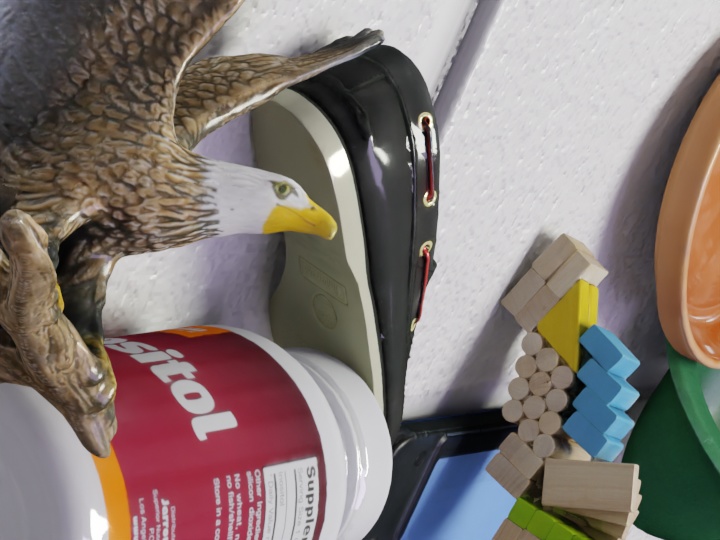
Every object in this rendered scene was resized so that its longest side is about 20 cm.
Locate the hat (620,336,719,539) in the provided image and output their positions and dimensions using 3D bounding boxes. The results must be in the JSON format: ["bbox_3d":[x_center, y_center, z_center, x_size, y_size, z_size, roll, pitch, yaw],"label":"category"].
[{"bbox_3d":[0.164,0.128,1.342,0.176,0.166,0.200,-37,177,31],"label":"hat"}]

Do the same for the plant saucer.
[{"bbox_3d":[0.210,-0.046,1.252,0.200,0.032,0.200,-37,139,-41],"label":"plant saucer"}]

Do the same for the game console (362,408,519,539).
[{"bbox_3d":[0.069,0.169,1.183,0.200,0.118,0.171,-2,121,-57],"label":"game console"}]

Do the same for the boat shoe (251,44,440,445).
[{"bbox_3d":[0.002,0.001,0.954,0.063,0.074,0.201,-30,138,-27],"label":"boat shoe"}]

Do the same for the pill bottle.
[{"bbox_3d":[-0.078,0.079,0.868,0.200,0.113,0.113,-7,124,-56],"label":"pill bottle"}]

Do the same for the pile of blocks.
[{"bbox_3d":[0.106,0.087,1.146,0.062,0.082,0.200,21,75,-61],"label":"pile of blocks"}]

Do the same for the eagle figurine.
[{"bbox_3d":[-0.073,-0.047,0.769,0.152,0.151,0.200,-30,-143,49],"label":"eagle figurine"}]
